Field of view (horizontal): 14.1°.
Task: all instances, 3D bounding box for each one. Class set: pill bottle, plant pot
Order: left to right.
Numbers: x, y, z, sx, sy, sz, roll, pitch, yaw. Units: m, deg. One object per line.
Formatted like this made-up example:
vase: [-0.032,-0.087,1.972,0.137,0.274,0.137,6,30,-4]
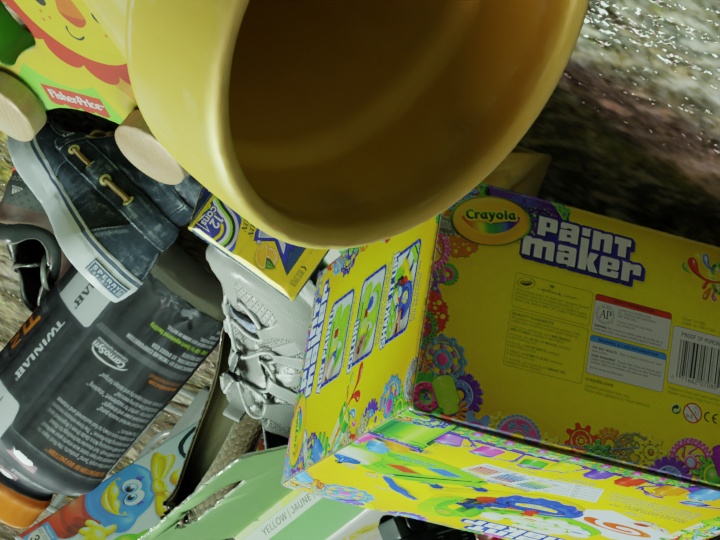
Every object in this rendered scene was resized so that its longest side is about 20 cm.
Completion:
pill bottle: [-0.179,0.071,1.868,0.106,0.200,0.106,39,-170,-8]
plant pot: [-0.035,-0.139,1.208,0.189,0.201,0.201,39,168,39]

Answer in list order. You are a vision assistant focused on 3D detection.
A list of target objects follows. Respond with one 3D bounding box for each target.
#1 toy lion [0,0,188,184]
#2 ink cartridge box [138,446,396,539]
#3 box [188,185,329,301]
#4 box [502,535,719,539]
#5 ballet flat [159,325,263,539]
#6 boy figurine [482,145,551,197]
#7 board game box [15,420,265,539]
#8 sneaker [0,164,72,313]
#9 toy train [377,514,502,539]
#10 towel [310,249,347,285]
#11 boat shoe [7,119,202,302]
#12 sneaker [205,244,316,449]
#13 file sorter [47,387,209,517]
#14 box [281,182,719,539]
toy lion: [-0.161,-0.143,1.578,0.200,0.069,0.192,16,148,41]
ink cartridge box: [-0.029,0.142,1.723,0.146,0.200,0.048,-41,71,41]
box: [-0.039,-0.044,1.474,0.064,0.070,0.200,35,-173,-5]
box: [0.188,0.140,1.632,0.122,0.106,0.200,39,159,-18]
ballet flat: [-0.085,0.091,1.815,0.046,0.200,0.067,14,-174,-21]
boy figurine: [0.011,-0.083,1.423,0.200,0.064,0.124,36,178,-15]
board game box: [-0.105,0.180,1.910,0.103,0.200,0.105,52,172,35]
sneaker: [-0.196,0.002,1.934,0.077,0.082,0.200,19,156,35]
toy train: [0.090,0.144,1.718,0.034,0.200,0.046,-32,75,45]
towel: [0.000,0.000,1.668,0.153,0.023,0.200,49,163,3]
boat shoe: [-0.146,-0.057,1.750,0.071,0.091,0.200,46,-176,-33]
sneaker: [-0.050,0.056,1.724,0.075,0.082,0.200,36,160,45]
file sorter: [-0.145,0.183,2.215,0.124,0.139,0.200,20,157,40]
box: [0.090,0.057,1.445,0.200,0.122,0.193,15,160,-17]
